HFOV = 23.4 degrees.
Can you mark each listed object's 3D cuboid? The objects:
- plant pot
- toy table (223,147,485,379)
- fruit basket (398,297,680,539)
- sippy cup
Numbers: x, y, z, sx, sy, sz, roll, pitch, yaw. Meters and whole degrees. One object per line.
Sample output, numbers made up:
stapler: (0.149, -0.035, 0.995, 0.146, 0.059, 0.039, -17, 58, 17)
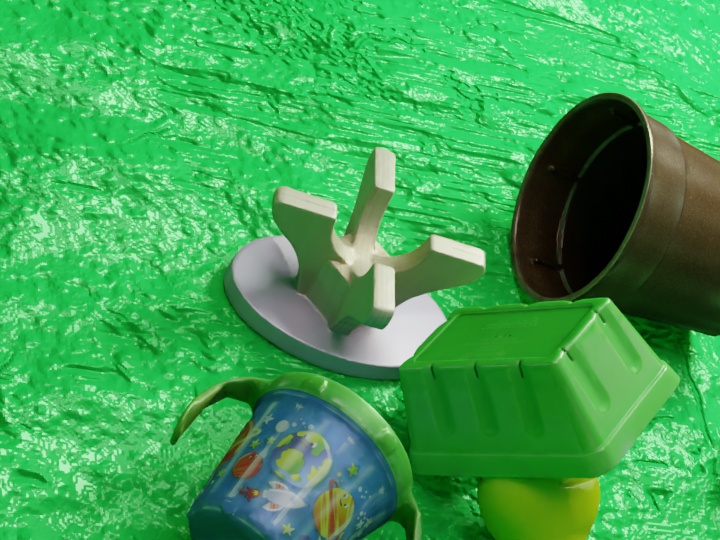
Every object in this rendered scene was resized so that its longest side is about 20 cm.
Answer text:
plant pot: (0.275, -0.035, 1.598, 0.198, 0.200, 0.200, 20, 44, -27)
toy table: (0.000, 0.000, 1.438, 0.200, 0.117, 0.184, 8, 48, -24)
fruit basket: (0.143, 0.137, 1.371, 0.216, 0.216, 0.156, 41, 50, 7)
sippy cup: (-0.052, 0.165, 1.257, 0.178, 0.140, 0.130, 12, 43, 35)
